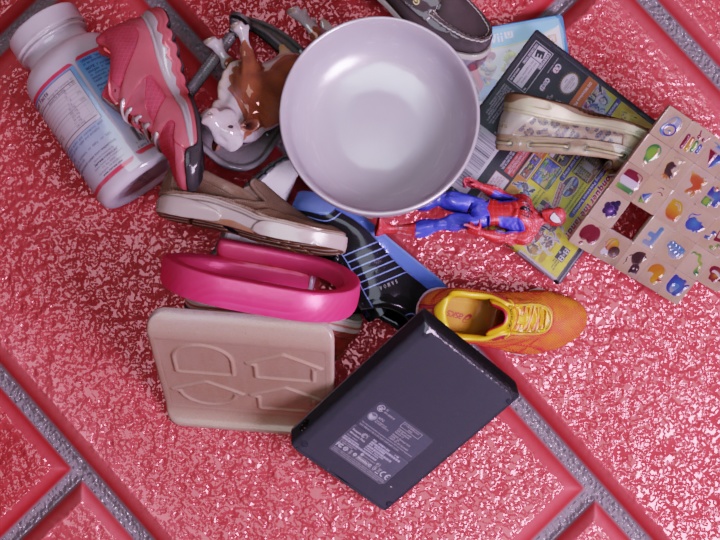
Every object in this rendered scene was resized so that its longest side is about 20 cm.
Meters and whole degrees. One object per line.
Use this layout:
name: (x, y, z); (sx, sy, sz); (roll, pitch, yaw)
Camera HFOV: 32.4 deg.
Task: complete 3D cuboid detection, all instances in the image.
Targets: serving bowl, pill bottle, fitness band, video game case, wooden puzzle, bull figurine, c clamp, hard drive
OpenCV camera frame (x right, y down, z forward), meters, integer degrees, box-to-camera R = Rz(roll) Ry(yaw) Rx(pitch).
serving bowl: (0.018, -0.146, 1.238); (0.196, 0.066, 0.204); (0, 79, -1)
pill bottle: (-0.280, -0.176, 1.305); (0.108, 0.109, 0.201); (-34, 87, 0)
fitness band: (-0.098, 0.010, 1.220); (0.196, 0.144, 0.038); (9, 106, -2)
video game case: (0.166, -0.164, 1.341); (0.141, 0.018, 0.204); (-10, 87, 1)
video game case: (0.198, -0.120, 1.317); (0.180, 0.026, 0.201); (37, 88, 3)
wooden puzzle: (-0.116, 0.097, 1.269); (0.182, 0.201, 0.047); (4, 54, 1)
bull figurine: (-0.093, -0.198, 1.279); (0.198, 0.065, 0.123); (-20, 90, -31)
c clamp: (-0.142, -0.197, 1.300); (0.171, 0.027, 0.201); (43, 62, -9)
hard drive: (0.045, 0.146, 1.261); (0.139, 0.033, 0.200); (37, 113, -23)

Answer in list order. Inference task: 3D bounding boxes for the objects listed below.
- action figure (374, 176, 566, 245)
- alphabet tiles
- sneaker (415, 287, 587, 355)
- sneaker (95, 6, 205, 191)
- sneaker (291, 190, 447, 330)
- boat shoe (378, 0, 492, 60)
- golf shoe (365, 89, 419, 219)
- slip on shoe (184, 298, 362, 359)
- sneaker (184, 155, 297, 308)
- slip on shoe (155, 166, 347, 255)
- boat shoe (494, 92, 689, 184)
action figure: (0.114, -0.059, 1.269); (0.196, 0.052, 0.066); (3, 59, -7)
alphabet tiles: (0.333, -0.056, 1.275); (0.198, 0.008, 0.168); (26, 109, -27)
sneaker: (0.155, 0.055, 1.284); (0.197, 0.077, 0.074); (1, 93, -24)
sneaker: (-0.208, -0.161, 1.222); (0.085, 0.074, 0.203); (-15, 69, -10)
sneaker: (0.000, 0.000, 1.297); (0.199, 0.070, 0.078); (36, 70, -6)
boat shoe: (0.061, -0.300, 1.310); (0.200, 0.061, 0.072); (37, 54, 8)
golf shoe: (0.012, -0.157, 1.318); (0.096, 0.078, 0.202); (29, 87, 8)
slip on shoe: (-0.091, 0.053, 1.282); (0.197, 0.074, 0.062); (14, 108, -30)
sneaker: (-0.112, -0.028, 1.324); (0.086, 0.075, 0.202); (28, 95, -10)
slip on shoe: (-0.106, -0.063, 1.248); (0.197, 0.076, 0.062); (13, 82, 8)
boat shoe: (0.237, -0.129, 1.272); (0.197, 0.073, 0.064); (16, 96, 4)
